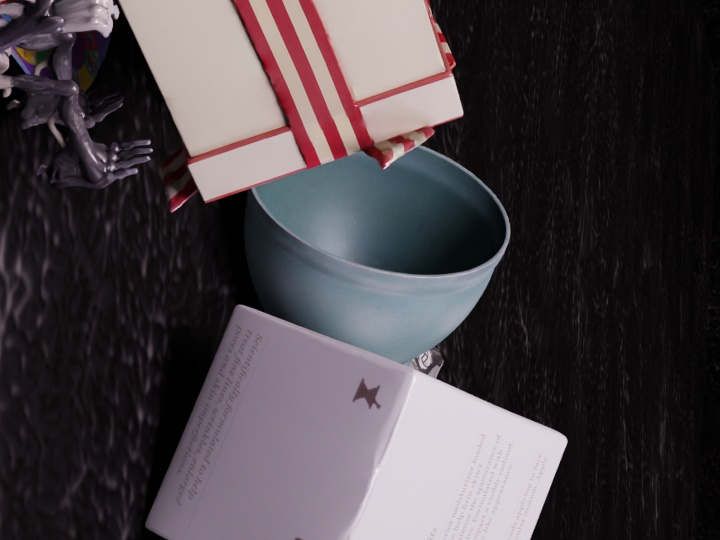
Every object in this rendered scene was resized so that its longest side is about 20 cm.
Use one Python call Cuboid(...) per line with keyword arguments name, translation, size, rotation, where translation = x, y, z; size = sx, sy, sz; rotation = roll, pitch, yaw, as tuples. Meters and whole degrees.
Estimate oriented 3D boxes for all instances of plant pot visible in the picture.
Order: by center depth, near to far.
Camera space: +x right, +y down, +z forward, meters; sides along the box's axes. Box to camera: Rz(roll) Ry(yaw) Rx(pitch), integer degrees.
Cuboid(name="plant pot", translation=(0.000, 0.000, 1.305), size=(0.200, 0.200, 0.135), rotation=(-60, 168, -57))

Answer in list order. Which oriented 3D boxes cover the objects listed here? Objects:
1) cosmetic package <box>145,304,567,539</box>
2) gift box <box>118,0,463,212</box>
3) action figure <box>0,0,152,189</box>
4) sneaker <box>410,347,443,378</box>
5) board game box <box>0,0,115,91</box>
Cuboid(name="cosmetic package", translation=(0.001, 0.142, 1.152), size=(0.200, 0.165, 0.165), rotation=(27, 84, -50))
Cuboid(name="gift box", translation=(-0.051, -0.149, 0.992), size=(0.200, 0.184, 0.187), rotation=(-98, 170, -46))
Cuboid(name="action figure", translation=(-0.179, -0.138, 0.901), size=(0.200, 0.102, 0.119), rotation=(59, 6, -47))
Cuboid(name="sneaker", translation=(0.048, 0.131, 1.517), size=(0.116, 0.075, 0.201), rotation=(-51, 135, -42))
Cuboid(name="board game box", translation=(-0.177, -0.197, 1.020), size=(0.200, 0.039, 0.159), rotation=(59, 34, -52))
